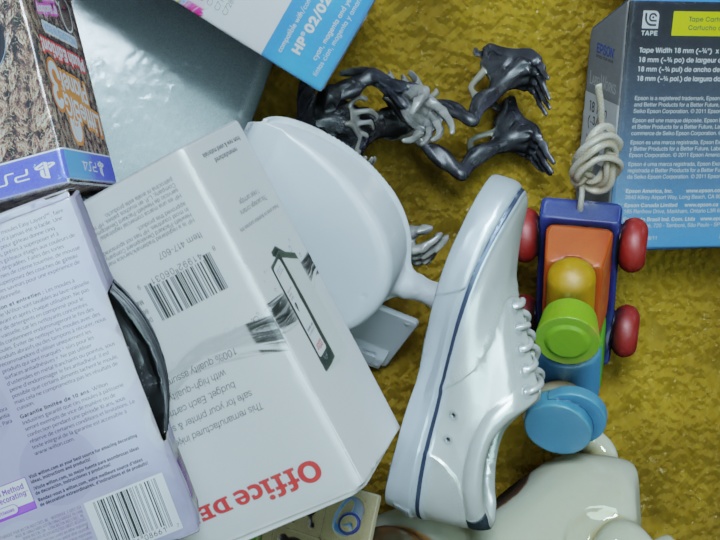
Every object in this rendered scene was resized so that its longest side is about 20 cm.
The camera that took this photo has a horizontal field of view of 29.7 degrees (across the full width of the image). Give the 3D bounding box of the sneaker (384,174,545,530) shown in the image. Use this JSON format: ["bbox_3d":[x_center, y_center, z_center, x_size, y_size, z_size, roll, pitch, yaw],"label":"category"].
[{"bbox_3d":[0.073,0.049,0.773,0.070,0.073,0.202,16,98,13],"label":"sneaker"}]

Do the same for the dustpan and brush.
[{"bbox_3d":[0.000,0.000,0.813,0.199,0.057,0.140,28,117,-7],"label":"dustpan and brush"}]

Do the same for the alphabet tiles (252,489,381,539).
[{"bbox_3d":[-0.070,0.180,0.814,0.165,0.006,0.202,10,87,32],"label":"alphabet tiles"}]

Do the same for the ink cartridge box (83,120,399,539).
[{"bbox_3d":[-0.090,0.043,0.751,0.145,0.084,0.201,-25,98,22],"label":"ink cartridge box"}]

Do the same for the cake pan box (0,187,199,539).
[{"bbox_3d":[-0.194,0.075,0.678,0.198,0.052,0.186,-22,101,-4],"label":"cake pan box"}]

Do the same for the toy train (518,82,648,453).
[{"bbox_3d":[0.127,0.004,0.813,0.084,0.116,0.202,5,130,11],"label":"toy train"}]

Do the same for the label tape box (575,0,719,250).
[{"bbox_3d":[0.223,-0.118,0.880,0.142,0.063,0.202,-1,107,-13],"label":"label tape box"}]

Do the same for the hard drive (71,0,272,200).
[{"bbox_3d":[-0.128,-0.131,0.845,0.138,0.033,0.202,21,85,-11],"label":"hard drive"}]

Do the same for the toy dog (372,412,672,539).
[{"bbox_3d":[0.086,0.188,0.833,0.198,0.140,0.196,-8,83,-11],"label":"toy dog"}]

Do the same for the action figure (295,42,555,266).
[{"bbox_3d":[0.027,-0.075,0.839,0.198,0.102,0.120,-18,136,-17],"label":"action figure"}]

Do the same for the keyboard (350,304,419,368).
[{"bbox_3d":[-0.063,0.012,0.851,0.198,0.056,0.011,21,44,-12],"label":"keyboard"}]

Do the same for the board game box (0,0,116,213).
[{"bbox_3d":[-0.246,-0.124,0.761,0.158,0.097,0.202,-15,90,5],"label":"board game box"}]

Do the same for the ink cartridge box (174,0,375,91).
[{"bbox_3d":[-0.085,-0.191,0.768,0.199,0.115,0.068,31,107,-7],"label":"ink cartridge box"}]
